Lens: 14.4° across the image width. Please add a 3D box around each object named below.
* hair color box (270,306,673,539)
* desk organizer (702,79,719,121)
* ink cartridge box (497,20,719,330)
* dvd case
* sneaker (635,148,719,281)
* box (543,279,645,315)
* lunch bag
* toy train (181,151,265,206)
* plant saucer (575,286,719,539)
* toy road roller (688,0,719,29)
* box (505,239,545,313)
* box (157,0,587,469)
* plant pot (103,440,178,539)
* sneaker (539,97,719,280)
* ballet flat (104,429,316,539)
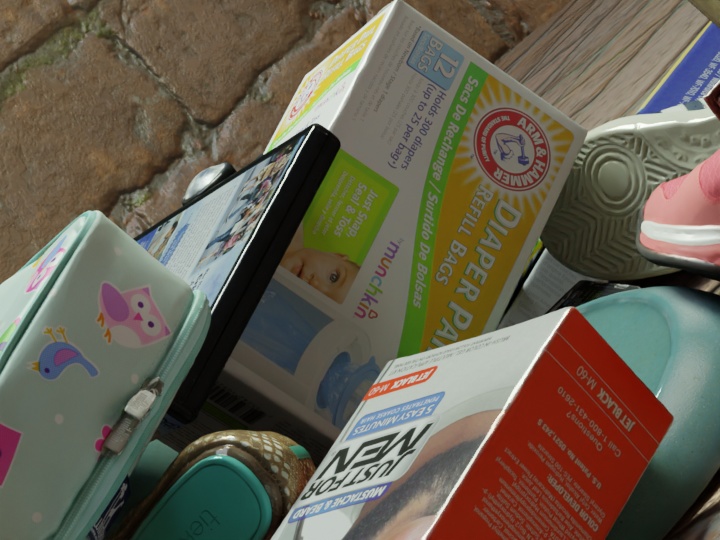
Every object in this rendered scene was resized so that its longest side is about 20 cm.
[{"bbox_3d":[0.012,0.111,0.968,0.111,0.064,0.200,-19,31,51],"label":"hair color box"},{"bbox_3d":[0.241,-0.108,1.140,0.200,0.072,0.077,-48,40,-3],"label":"desk organizer"},{"bbox_3d":[0.146,-0.052,1.451,0.198,0.047,0.200,-48,-12,-53],"label":"ink cartridge box"},{"bbox_3d":[-0.087,0.023,1.208,0.200,0.018,0.143,-28,30,58],"label":"dvd case"},{"bbox_3d":[0.165,-0.033,1.052,0.200,0.073,0.087,-175,100,-75],"label":"sneaker"},{"bbox_3d":[0.053,0.088,1.245,0.200,0.044,0.160,-44,5,-4],"label":"box"},{"bbox_3d":[-0.141,0.068,1.099,0.200,0.077,0.161,-32,20,51],"label":"lunch bag"},{"bbox_3d":[-0.002,0.022,1.386,0.085,0.200,0.114,-47,13,-31],"label":"toy train"},{"bbox_3d":[0.065,0.073,1.084,0.200,0.027,0.200,-38,18,14],"label":"plant saucer"},{"bbox_3d":[0.227,-0.182,1.385,0.200,0.123,0.146,-44,-11,-12],"label":"toy road roller"},{"bbox_3d":[0.035,0.028,1.493,0.070,0.064,0.200,-53,-7,-41],"label":"box"},{"bbox_3d":[0.000,0.000,1.251,0.101,0.112,0.201,-34,26,59],"label":"box"},{"bbox_3d":[-0.119,0.150,1.352,0.200,0.200,0.196,-42,13,12],"label":"plant pot"},{"bbox_3d":[0.172,-0.049,1.278,0.199,0.075,0.084,-18,-1,37],"label":"sneaker"},{"bbox_3d":[-0.084,0.130,1.079,0.200,0.071,0.065,-40,-9,26],"label":"ballet flat"}]
